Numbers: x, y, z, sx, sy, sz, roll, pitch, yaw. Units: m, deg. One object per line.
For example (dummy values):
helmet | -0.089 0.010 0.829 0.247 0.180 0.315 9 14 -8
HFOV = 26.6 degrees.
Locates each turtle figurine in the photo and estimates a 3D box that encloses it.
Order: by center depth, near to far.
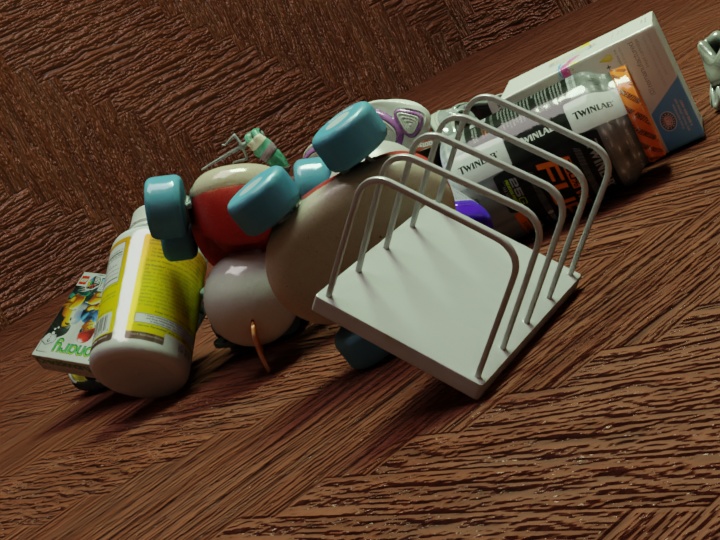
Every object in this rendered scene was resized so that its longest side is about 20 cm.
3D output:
turtle figurine | -0.068 -0.089 1.696 0.198 0.101 0.150 -12 -31 7

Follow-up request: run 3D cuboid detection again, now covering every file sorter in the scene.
file sorter | 0.082 -0.028 1.117 0.200 0.138 0.125 -40 -28 -53

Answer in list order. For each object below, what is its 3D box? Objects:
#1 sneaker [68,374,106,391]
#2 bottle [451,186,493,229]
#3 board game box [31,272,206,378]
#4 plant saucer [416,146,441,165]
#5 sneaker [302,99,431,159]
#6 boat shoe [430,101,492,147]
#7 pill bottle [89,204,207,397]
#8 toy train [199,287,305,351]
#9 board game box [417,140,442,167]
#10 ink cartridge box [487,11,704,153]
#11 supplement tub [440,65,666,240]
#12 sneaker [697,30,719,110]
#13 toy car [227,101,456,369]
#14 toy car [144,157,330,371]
sneaker | -0.303 0.098 1.885 0.199 0.077 0.075 -18 14 47
bottle | 0.055 -0.053 1.465 0.065 0.084 0.200 -6 23 -26
board game box | -0.277 0.068 1.769 0.199 0.035 0.127 5 55 37
plant saucer | 0.017 -0.105 1.874 0.199 0.035 0.200 -22 3 1
sneaker | 0.017 -0.163 1.838 0.199 0.075 0.099 -21 4 44
boat shoe | 0.137 -0.173 1.847 0.064 0.075 0.202 -28 0 23
pill bottle | -0.227 0.029 1.660 0.109 0.109 0.201 -21 49 35
toy train | -0.104 0.031 1.694 0.113 0.086 0.200 -12 10 12
board game box | 0.112 -0.157 1.997 0.198 0.020 0.103 -11 -13 -11
ink cartridge box | 0.242 -0.164 1.593 0.199 0.129 0.125 -26 9 16
supplement tub | 0.188 -0.114 1.485 0.199 0.123 0.123 -26 9 15
sneaker | 0.411 -0.216 1.547 0.075 0.082 0.200 -29 10 -21
toy car | 0.001 -0.050 1.351 0.176 0.185 0.200 -35 14 12
toy car | -0.111 0.007 1.531 0.183 0.202 0.177 -6 -13 -1
